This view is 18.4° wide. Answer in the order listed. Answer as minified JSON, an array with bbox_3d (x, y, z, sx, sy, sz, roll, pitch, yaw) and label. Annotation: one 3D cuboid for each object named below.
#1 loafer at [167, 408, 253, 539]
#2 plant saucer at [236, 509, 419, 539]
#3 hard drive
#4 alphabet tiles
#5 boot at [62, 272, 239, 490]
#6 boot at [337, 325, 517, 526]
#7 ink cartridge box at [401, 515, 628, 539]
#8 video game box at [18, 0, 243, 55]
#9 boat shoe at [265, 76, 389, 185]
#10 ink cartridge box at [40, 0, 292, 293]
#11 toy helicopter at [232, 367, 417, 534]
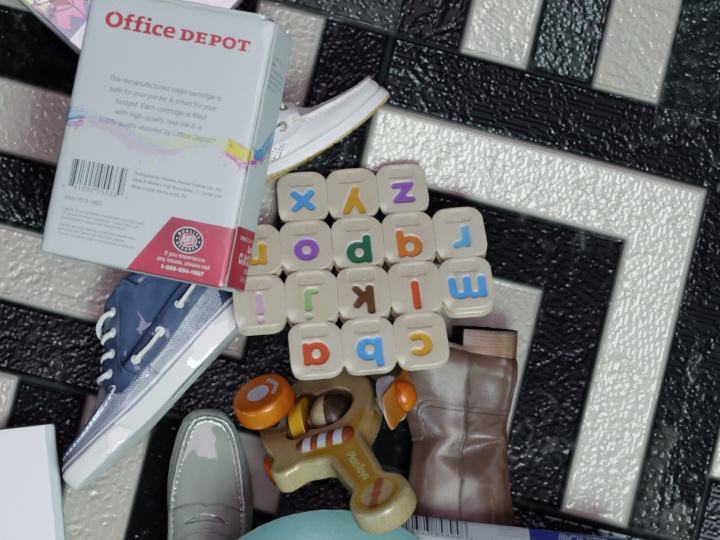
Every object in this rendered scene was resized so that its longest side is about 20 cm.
[{"bbox_3d":[-0.115,0.207,1.714,0.069,0.070,0.202,-3,88,-5],"label":"loafer"},{"bbox_3d":[-0.029,0.270,1.659,0.199,0.036,0.201,-5,120,-8],"label":"plant saucer"},{"bbox_3d":[-0.292,0.225,1.721,0.131,0.026,0.202,-6,89,-5],"label":"hard drive"},{"bbox_3d":[0.000,0.000,1.708,0.198,0.015,0.197,-5,52,-3],"label":"alphabet tiles"},{"bbox_3d":[-0.178,0.070,1.720,0.090,0.073,0.200,42,77,5],"label":"boot"},{"bbox_3d":[0.035,0.143,1.738,0.185,0.064,0.202,3,92,-3],"label":"boot"},{"bbox_3d":[0.098,0.288,1.728,0.195,0.043,0.201,7,118,-5],"label":"ink cartridge box"},{"bbox_3d":[-0.172,-0.256,1.738,0.182,0.047,0.200,42,85,-5],"label":"video game box"},{"bbox_3d":[-0.073,-0.106,1.728,0.199,0.071,0.070,-31,92,-4],"label":"boat shoe"},{"bbox_3d":[-0.141,-0.096,1.662,0.145,0.083,0.201,11,88,9],"label":"ink cartridge box"},{"bbox_3d":[-0.002,0.127,1.626,0.132,0.200,0.079,-29,122,-7],"label":"toy helicopter"}]
